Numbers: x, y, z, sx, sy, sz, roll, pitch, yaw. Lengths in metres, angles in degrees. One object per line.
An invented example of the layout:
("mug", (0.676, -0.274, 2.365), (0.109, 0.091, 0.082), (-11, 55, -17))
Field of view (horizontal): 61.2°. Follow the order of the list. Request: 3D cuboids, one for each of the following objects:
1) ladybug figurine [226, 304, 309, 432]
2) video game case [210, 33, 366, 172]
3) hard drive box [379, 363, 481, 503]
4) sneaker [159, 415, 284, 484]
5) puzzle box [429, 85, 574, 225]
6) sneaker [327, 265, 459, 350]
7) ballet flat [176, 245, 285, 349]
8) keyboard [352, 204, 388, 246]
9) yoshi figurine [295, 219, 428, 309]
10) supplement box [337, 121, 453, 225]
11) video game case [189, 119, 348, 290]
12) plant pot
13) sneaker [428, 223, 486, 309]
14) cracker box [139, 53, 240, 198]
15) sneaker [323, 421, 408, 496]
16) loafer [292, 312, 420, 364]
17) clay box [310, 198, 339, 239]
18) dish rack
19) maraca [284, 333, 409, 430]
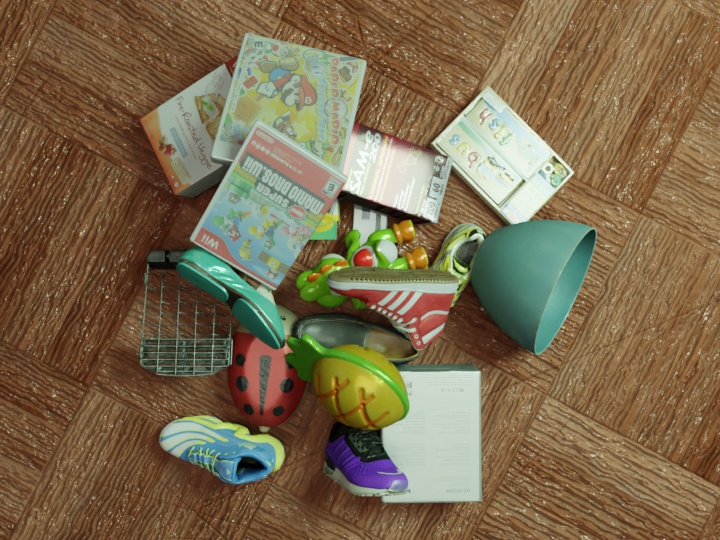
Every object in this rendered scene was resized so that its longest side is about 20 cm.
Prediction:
("ladybug figurine", (-0.144, 0.153, 0.950), (0.135, 0.072, 0.201), (0, 90, -1))
("video game case", (-0.098, -0.227, 0.860), (0.181, 0.023, 0.201), (12, 75, -2))
("hard drive box", (0.106, 0.251, 0.953), (0.155, 0.077, 0.201), (0, 90, -1))
("sneaker", (-0.217, 0.274, 0.933), (0.199, 0.105, 0.076), (8, 90, -1))
("puzzle box", (0.226, -0.178, 0.978), (0.200, 0.025, 0.133), (44, 90, -1))
("sneaker", (0.043, 0.055, 0.881), (0.199, 0.071, 0.113), (3, 109, -19))
("ballet flat", (-0.173, 0.030, 0.893), (0.200, 0.067, 0.070), (40, 55, -4))
("keyboard", (0.017, -0.093, 0.984), (0.056, 0.011, 0.201), (4, 90, 4))
("yoshi figurine", (-0.001, -0.001, 0.947), (0.199, 0.112, 0.112), (-21, 121, -4))
("supplement box", (0.032, -0.149, 0.929), (0.199, 0.061, 0.109), (16, 86, -17))
("video game case", (-0.129, -0.085, 0.840), (0.143, 0.017, 0.200), (31, 112, -11))
("plant pot", (0.246, 0.007, 0.913), (0.134, 0.200, 0.201), (25, 90, 28))
("sneaker", (0.130, 0.014, 0.952), (0.075, 0.076, 0.201), (26, 91, -3))
("cracker box", (-0.219, -0.218, 0.928), (0.200, 0.058, 0.134), (-29, 84, 12))
("sneaker", (0.002, 0.267, 0.899), (0.069, 0.200, 0.100), (9, 83, -30))
("loafer", (-0.003, 0.104, 0.933), (0.199, 0.072, 0.073), (7, 84, -14))
("clay box", (-0.090, -0.148, 0.961), (0.114, 0.048, 0.201), (1, 92, 1))
("dish rack", (-0.261, 0.062, 0.939), (0.153, 0.055, 0.201), (0, 79, 0))
("maraca", (-0.021, 0.156, 0.871), (0.199, 0.137, 0.107), (26, 49, 12))
